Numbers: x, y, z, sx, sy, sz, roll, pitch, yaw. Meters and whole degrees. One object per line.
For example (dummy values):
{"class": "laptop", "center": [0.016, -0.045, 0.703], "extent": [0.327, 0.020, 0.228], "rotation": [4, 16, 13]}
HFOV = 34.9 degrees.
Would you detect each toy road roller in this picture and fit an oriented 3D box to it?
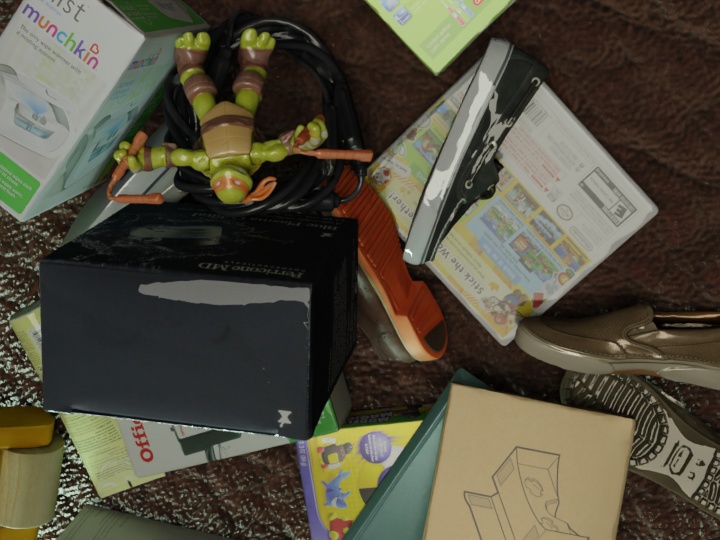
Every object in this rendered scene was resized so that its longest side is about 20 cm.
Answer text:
{"class": "toy road roller", "center": [-0.394, 0.180, 1.087], "extent": [0.199, 0.146, 0.124], "rotation": [3, 107, -32]}

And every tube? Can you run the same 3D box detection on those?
{"class": "tube", "center": [-0.261, 0.121, 1.080], "extent": [0.052, 0.058, 0.201], "rotation": [-33, 104, -29]}

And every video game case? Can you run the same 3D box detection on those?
{"class": "video game case", "center": [0.124, -0.065, 0.995], "extent": [0.182, 0.023, 0.200], "rotation": [-42, 96, 14]}

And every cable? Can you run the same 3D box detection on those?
{"class": "cable", "center": [-0.084, -0.129, 0.948], "extent": [0.162, 0.051, 0.201], "rotation": [-12, 65, -6]}

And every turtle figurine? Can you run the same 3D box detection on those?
{"class": "turtle figurine", "center": [-0.091, -0.109, 0.875], "extent": [0.198, 0.162, 0.065], "rotation": [-9, 147, 5]}

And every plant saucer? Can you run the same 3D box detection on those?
{"class": "plant saucer", "center": [0.061, 0.187, 1.015], "extent": [0.070, 0.019, 0.201], "rotation": [33, 103, 0]}

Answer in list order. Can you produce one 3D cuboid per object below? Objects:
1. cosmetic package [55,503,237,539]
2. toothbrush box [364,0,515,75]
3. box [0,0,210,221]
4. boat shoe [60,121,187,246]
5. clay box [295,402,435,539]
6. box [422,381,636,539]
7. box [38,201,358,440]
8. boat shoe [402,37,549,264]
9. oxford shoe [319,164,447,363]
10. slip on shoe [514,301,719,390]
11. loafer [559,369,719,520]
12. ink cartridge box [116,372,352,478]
{"class": "cosmetic package", "center": [-0.189, 0.297, 1.077], "extent": [0.198, 0.113, 0.082], "rotation": [14, 104, 6]}
{"class": "toothbrush box", "center": [0.048, -0.281, 0.920], "extent": [0.200, 0.086, 0.146], "rotation": [45, 105, -5]}
{"class": "box", "center": [-0.228, -0.154, 0.929], "extent": [0.096, 0.200, 0.177], "rotation": [38, 104, -3]}
{"class": "boat shoe", "center": [-0.190, -0.062, 1.017], "extent": [0.066, 0.072, 0.200], "rotation": [39, 107, -25]}
{"class": "clay box", "center": [0.046, 0.185, 1.050], "extent": [0.198, 0.048, 0.116], "rotation": [-7, 102, 10]}
{"class": "box", "center": [0.138, 0.208, 0.973], "extent": [0.162, 0.021, 0.202], "rotation": [10, 89, 3]}
{"class": "box", "center": [-0.111, 0.028, 0.866], "extent": [0.195, 0.200, 0.119], "rotation": [5, 107, 8]}
{"class": "boat shoe", "center": [0.093, -0.090, 0.946], "extent": [0.056, 0.069, 0.201], "rotation": [23, 103, 0]}
{"class": "oxford shoe", "center": [0.000, 0.000, 0.994], "extent": [0.072, 0.071, 0.201], "rotation": [-16, 110, 34]}
{"class": "slip on shoe", "center": [0.233, 0.054, 0.979], "extent": [0.198, 0.076, 0.061], "rotation": [10, 110, 2]}
{"class": "loafer", "center": [0.263, 0.149, 1.005], "extent": [0.199, 0.068, 0.076], "rotation": [37, 97, 15]}
{"class": "ink cartridge box", "center": [-0.125, 0.089, 1.032], "extent": [0.198, 0.083, 0.148], "rotation": [-15, 100, 12]}
